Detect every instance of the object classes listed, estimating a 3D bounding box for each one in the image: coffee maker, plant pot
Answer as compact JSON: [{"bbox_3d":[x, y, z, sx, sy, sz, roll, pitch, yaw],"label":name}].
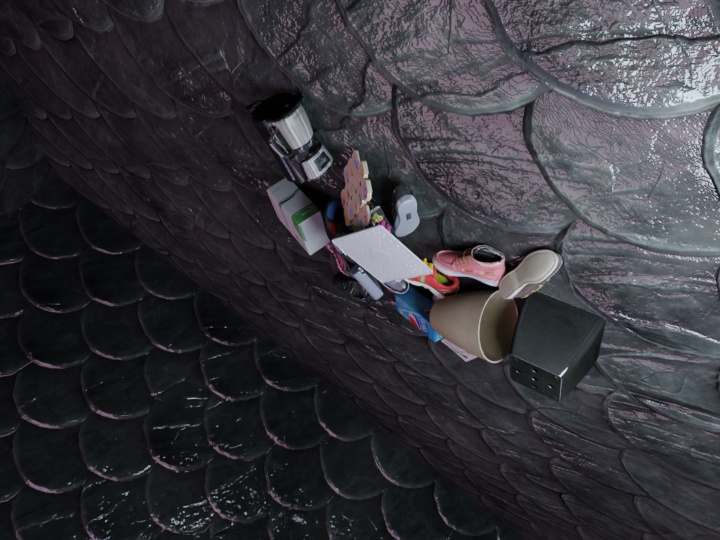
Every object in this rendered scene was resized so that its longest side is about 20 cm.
[{"bbox_3d":[-0.178,-0.342,1.493,0.192,0.134,0.201,46,169,50],"label":"coffee maker"},{"bbox_3d":[0.290,0.133,1.563,0.199,0.188,0.188,9,143,46],"label":"plant pot"},{"bbox_3d":[0.470,0.200,1.448,0.198,0.178,0.201,24,153,29],"label":"plant pot"}]

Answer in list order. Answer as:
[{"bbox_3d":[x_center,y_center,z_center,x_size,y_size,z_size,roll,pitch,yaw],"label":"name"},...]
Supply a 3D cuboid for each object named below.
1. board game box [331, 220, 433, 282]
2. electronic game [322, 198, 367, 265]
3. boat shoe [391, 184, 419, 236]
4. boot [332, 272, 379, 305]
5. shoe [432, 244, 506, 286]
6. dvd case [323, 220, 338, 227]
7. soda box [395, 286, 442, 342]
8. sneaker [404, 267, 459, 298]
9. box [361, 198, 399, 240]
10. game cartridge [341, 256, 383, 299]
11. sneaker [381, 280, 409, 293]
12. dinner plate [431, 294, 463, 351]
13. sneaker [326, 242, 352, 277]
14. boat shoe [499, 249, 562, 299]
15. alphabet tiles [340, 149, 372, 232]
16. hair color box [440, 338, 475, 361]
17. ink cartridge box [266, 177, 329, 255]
[{"bbox_3d":[0.056,-0.044,1.469,0.199,0.026,0.199,39,151,-27],"label":"board game box"},{"bbox_3d":[-0.028,-0.107,1.597,0.041,0.201,0.200,-30,113,33],"label":"electronic game"},{"bbox_3d":[0.112,-0.151,1.482,0.200,0.068,0.057,85,164,-68],"label":"boat shoe"},{"bbox_3d":[-0.024,0.056,1.930,0.196,0.074,0.162,24,-177,16],"label":"boot"},{"bbox_3d":[0.271,-0.029,1.460,0.198,0.072,0.091,18,148,27],"label":"shoe"},{"bbox_3d":[-0.055,-0.110,1.699,0.149,0.016,0.200,48,-172,-13],"label":"dvd case"},{"bbox_3d":[0.188,0.130,1.762,0.200,0.067,0.065,39,145,47],"label":"soda box"},{"bbox_3d":[0.190,0.003,1.635,0.198,0.078,0.085,25,150,3],"label":"sneaker"},{"bbox_3d":[0.049,-0.117,1.552,0.201,0.046,0.159,56,180,-35],"label":"box"},{"bbox_3d":[0.000,0.000,1.687,0.134,0.041,0.200,53,-176,-33],"label":"game cartridge"},{"bbox_3d":[0.072,0.003,1.726,0.200,0.075,0.114,47,-171,-12],"label":"sneaker"},{"bbox_3d":[0.267,0.153,1.731,0.200,0.024,0.202,48,152,36],"label":"dinner plate"},{"bbox_3d":[-0.037,-0.045,1.829,0.200,0.079,0.095,51,162,-30],"label":"sneaker"},{"bbox_3d":[0.403,0.011,1.352,0.059,0.073,0.200,3,152,-24],"label":"boat shoe"},{"bbox_3d":[-0.013,-0.192,1.469,0.200,0.014,0.198,135,127,-65],"label":"alphabet tiles"},{"bbox_3d":[0.339,0.205,1.777,0.111,0.064,0.200,39,154,-1],"label":"hair color box"},{"bbox_3d":[-0.188,-0.168,1.761,0.200,0.083,0.147,47,164,34],"label":"ink cartridge box"}]
